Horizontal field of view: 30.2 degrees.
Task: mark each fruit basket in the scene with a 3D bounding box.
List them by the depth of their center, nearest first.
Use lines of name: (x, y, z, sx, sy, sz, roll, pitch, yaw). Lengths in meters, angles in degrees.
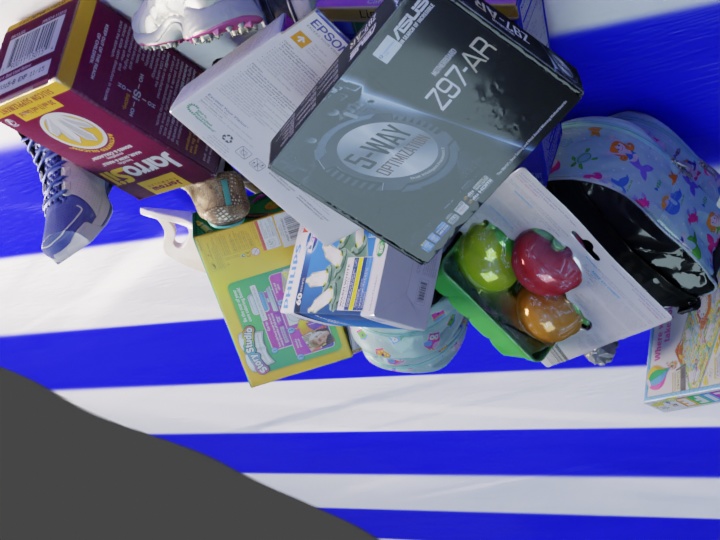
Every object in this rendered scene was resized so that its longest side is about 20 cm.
fruit basket: (0.160, -0.001, 1.193, 0.185, 0.094, 0.200, 44, 146, -7)

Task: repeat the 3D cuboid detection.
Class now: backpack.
backpack: (0.234, -0.060, 1.251, 0.200, 0.151, 0.177, 32, 152, -25)
backpack: (0.060, 0.008, 1.413, 0.167, 0.200, 0.127, -2, 131, 22)

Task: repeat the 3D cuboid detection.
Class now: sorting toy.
sorting toy: (-0.170, -0.030, 1.601, 0.180, 0.107, 0.200, 14, 159, 14)

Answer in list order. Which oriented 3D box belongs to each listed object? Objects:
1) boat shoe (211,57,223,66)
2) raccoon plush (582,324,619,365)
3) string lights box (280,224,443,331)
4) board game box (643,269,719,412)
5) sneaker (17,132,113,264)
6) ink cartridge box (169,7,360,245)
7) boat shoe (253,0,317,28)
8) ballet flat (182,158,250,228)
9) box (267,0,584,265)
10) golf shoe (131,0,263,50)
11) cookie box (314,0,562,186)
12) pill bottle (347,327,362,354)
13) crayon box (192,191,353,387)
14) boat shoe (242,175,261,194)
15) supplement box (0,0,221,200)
boat shoe: (-0.041, -0.168, 1.248, 0.200, 0.076, 0.074, 10, 152, -19)
raccoon plush: (0.201, 0.036, 1.454, 0.134, 0.200, 0.097, -33, 117, 32)
string lights box: (0.000, 0.000, 1.266, 0.059, 0.103, 0.200, 16, 172, -27)
board game box: (0.358, 0.037, 1.356, 0.034, 0.200, 0.134, 24, 155, -29)
sneaker: (-0.310, -0.108, 1.376, 0.080, 0.200, 0.115, -30, 123, 33)
ink cartridge box: (-0.028, -0.123, 1.130, 0.196, 0.043, 0.200, 41, 136, -24)
boat shoe: (-0.046, -0.183, 1.158, 0.068, 0.072, 0.200, -2, 137, 21)
ballet flat: (-0.161, -0.108, 1.398, 0.070, 0.065, 0.200, -15, -153, -20)
box: (0.049, -0.119, 1.039, 0.160, 0.044, 0.200, 32, 118, -21)
golf shoe: (-0.148, -0.239, 1.142, 0.075, 0.092, 0.200, -22, -165, -28)
cookie box: (0.071, -0.167, 1.124, 0.171, 0.075, 0.200, 3, 140, 20)
pill bottle: (-0.017, 0.041, 1.550, 0.200, 0.113, 0.113, -21, 161, -13)
crayon box: (-0.092, 0.018, 1.422, 0.119, 0.058, 0.200, -17, 119, 1)
boat shoe: (-0.064, -0.066, 1.467, 0.074, 0.086, 0.202, -3, 153, 32)
supplement box: (-0.242, -0.165, 1.301, 0.131, 0.103, 0.200, -13, 147, 42)
